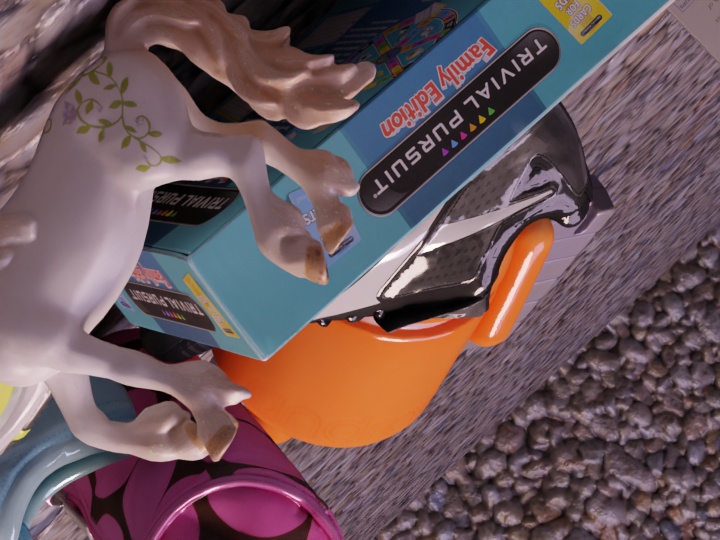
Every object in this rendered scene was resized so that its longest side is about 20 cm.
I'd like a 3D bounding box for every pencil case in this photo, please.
[{"bbox_3d":[-0.077,0.095,1.054,0.093,0.091,0.200,-30,-159,-10],"label":"pencil case"}]

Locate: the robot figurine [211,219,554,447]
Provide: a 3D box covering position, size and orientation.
[{"bbox_3d":[0.002,0.000,1.123,0.117,0.143,0.200,-59,178,-39],"label":"robot figurine"}]

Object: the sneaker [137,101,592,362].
[{"bbox_3d":[0.008,-0.005,1.005,0.199,0.091,0.067,-32,-158,7],"label":"sneaker"}]

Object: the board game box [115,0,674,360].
[{"bbox_3d":[0.001,-0.054,0.915,0.200,0.047,0.151,-42,-163,-14],"label":"board game box"}]

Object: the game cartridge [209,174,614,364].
[{"bbox_3d":[0.025,0.008,1.313,0.199,0.039,0.130,-11,155,-39],"label":"game cartridge"}]

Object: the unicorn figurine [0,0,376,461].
[{"bbox_3d":[-0.089,0.001,0.783,0.201,0.137,0.074,-61,-174,-15],"label":"unicorn figurine"}]

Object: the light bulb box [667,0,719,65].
[{"bbox_3d":[0.300,-0.140,1.561,0.125,0.200,0.198,-45,172,14],"label":"light bulb box"}]

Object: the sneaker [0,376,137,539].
[{"bbox_3d":[-0.167,0.105,0.982,0.200,0.082,0.074,-43,170,-9],"label":"sneaker"}]

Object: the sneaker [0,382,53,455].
[{"bbox_3d":[-0.178,0.076,0.872,0.076,0.075,0.201,-14,139,-58],"label":"sneaker"}]
